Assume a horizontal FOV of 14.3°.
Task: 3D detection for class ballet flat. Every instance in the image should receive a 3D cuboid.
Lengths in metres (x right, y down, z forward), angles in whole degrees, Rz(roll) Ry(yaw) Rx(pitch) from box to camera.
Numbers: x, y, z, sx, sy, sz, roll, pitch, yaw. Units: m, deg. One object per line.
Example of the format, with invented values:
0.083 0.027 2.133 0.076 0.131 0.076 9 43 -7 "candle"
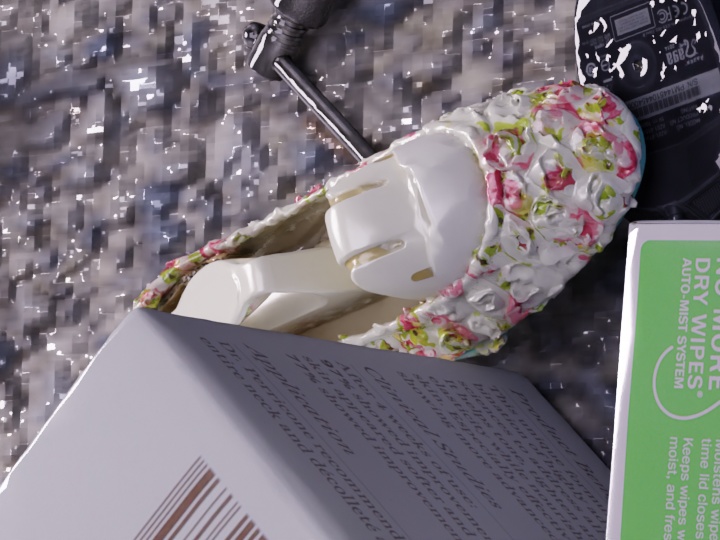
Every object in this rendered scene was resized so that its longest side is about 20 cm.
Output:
0.000 0.000 0.880 0.200 0.064 0.076 -31 65 39 "ballet flat"

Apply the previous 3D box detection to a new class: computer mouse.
0.105 -0.005 0.850 0.058 0.034 0.201 -15 82 42 "computer mouse"

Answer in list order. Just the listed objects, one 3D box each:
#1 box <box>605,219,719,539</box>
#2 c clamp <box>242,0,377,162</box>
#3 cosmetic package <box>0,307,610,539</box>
0.141 0.096 0.716 0.096 0.176 0.201 2 86 36 "box"
-0.003 -0.156 0.937 0.171 0.027 0.201 39 115 33 "c clamp"
-0.003 0.132 0.800 0.167 0.200 0.167 48 110 31 "cosmetic package"
